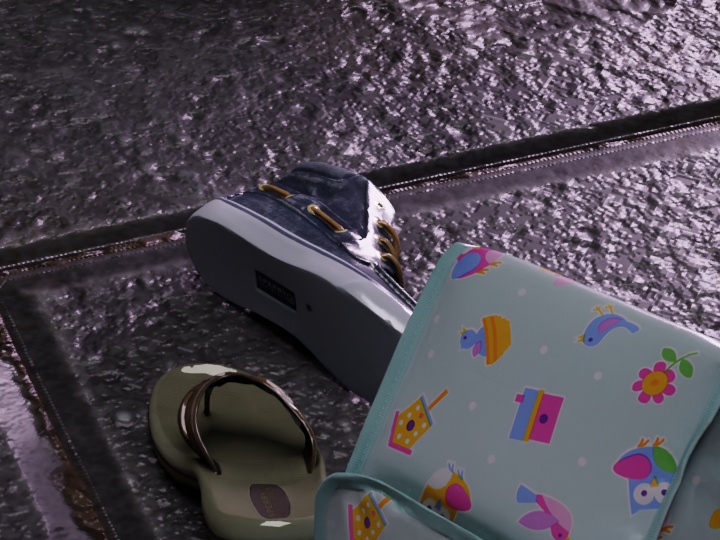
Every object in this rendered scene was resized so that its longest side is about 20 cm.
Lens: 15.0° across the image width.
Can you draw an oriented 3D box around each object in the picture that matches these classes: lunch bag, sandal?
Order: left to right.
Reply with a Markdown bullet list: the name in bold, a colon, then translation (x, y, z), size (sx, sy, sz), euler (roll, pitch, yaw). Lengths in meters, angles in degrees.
- **sandal**: translation (-0.054, 0.082, 1.349), size (0.079, 0.058, 0.201), euler (-9, 20, -14)
- **lunch bag**: translation (0.077, 0.111, 1.136), size (0.170, 0.122, 0.201), euler (25, 85, 41)

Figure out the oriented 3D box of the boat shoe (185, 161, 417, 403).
- **boat shoe**: translation (0.000, 0.000, 1.469), size (0.091, 0.071, 0.200), euler (-30, 45, -30)
